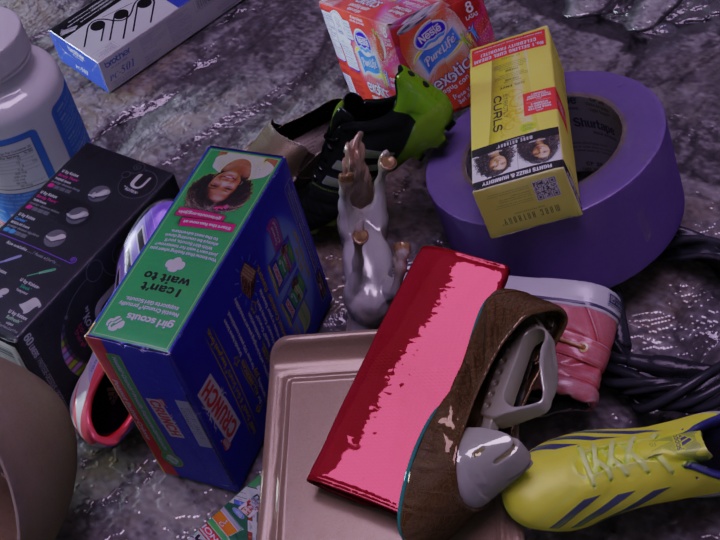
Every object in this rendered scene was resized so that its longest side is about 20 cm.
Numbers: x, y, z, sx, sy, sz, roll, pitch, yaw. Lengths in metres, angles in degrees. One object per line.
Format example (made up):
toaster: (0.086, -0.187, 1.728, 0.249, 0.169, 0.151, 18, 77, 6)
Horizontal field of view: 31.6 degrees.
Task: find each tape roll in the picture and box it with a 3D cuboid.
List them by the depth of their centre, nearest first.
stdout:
tape roll: (0.159, -0.072, 1.045, 0.198, 0.085, 0.201, -15, 39, 12)

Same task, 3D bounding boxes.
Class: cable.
cable: (0.243, 0.035, 0.986, 0.163, 0.051, 0.200, -36, 42, -9)

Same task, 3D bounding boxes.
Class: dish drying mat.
dish drying mat: (0.037, 0.073, 0.902, 0.076, 0.018, 0.201, 17, 65, 21)

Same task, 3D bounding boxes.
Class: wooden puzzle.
wooden puzzle: (0.021, 0.137, 0.899, 0.183, 0.037, 0.202, -4, 59, 9)

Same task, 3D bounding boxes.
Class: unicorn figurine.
unicorn figurine: (0.000, 0.000, 1.004, 0.073, 0.138, 0.201, 14, 52, 2)

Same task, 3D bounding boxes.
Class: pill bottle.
pill bottle: (-0.311, -0.134, 1.156, 0.111, 0.201, 0.113, -6, 46, 6)

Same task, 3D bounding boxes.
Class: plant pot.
plant pot: (-0.284, 0.139, 0.929, 0.199, 0.202, 0.134, 13, 20, 23)

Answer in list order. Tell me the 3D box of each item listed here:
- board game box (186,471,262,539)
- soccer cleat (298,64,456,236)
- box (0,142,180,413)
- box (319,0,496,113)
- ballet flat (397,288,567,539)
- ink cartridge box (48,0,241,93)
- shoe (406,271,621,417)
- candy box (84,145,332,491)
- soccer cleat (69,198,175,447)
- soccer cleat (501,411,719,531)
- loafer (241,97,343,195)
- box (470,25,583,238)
board game box: (-0.033, 0.227, 0.880, 0.134, 0.029, 0.199, -40, 52, -22)
soccer cleat: (-0.007, -0.102, 1.090, 0.200, 0.081, 0.068, -36, 21, 33)
box: (-0.235, 0.011, 1.059, 0.105, 0.123, 0.200, 20, 55, 28)
box: (0.045, -0.209, 1.168, 0.095, 0.100, 0.200, -26, 23, -11)
ballet flat: (0.089, 0.097, 0.844, 0.072, 0.068, 0.201, -1, 49, 41)
ink cartridge box: (-0.227, -0.279, 1.377, 0.094, 0.044, 0.200, 33, 62, 33)
shoe: (0.098, 0.056, 0.978, 0.199, 0.071, 0.092, 3, 65, 32)
candy box: (-0.106, 0.036, 0.975, 0.076, 0.170, 0.201, 7, 50, 23)
soccer cleat: (-0.169, 0.043, 0.990, 0.202, 0.068, 0.073, -68, 20, 0)
soccer cleat: (0.190, 0.127, 0.851, 0.198, 0.084, 0.065, -7, 69, -17)
loafer: (-0.078, -0.098, 1.161, 0.199, 0.068, 0.076, -35, 50, -19)
box: (0.127, -0.113, 1.001, 0.075, 0.050, 0.201, -14, 38, 17)
